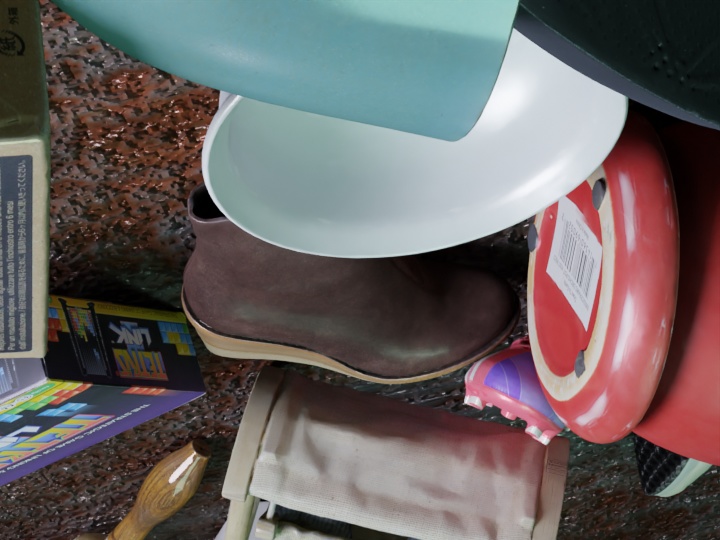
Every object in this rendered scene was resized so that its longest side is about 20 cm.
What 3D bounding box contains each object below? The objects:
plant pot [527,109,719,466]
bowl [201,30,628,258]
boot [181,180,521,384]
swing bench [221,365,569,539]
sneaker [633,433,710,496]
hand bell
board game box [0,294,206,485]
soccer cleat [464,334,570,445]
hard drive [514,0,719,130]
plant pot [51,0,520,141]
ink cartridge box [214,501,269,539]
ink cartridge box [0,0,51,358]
[{"bbox_3d":[0.194,0.011,1.127,0.182,0.201,0.201,2,149,-13],"label":"plant pot"},{"bbox_3d":[0.020,-0.095,0.985,0.200,0.091,0.201,-8,151,-4],"label":"bowl"},{"bbox_3d":[0.000,0.000,1.163,0.199,0.073,0.167,-4,152,-6],"label":"boot"},{"bbox_3d":[0.019,0.151,1.325,0.198,0.130,0.200,14,146,2],"label":"swing bench"},{"bbox_3d":[0.261,0.101,1.437,0.093,0.071,0.200,6,145,-17],"label":"sneaker"},{"bbox_3d":[-0.160,0.185,1.445,0.104,0.104,0.200,13,132,-36],"label":"hand bell"},{"bbox_3d":[-0.216,0.080,1.207,0.200,0.057,0.165,-25,163,24],"label":"board game box"},{"bbox_3d":[0.111,0.057,1.251,0.067,0.077,0.200,27,-176,15],"label":"soccer cleat"},{"bbox_3d":[0.127,-0.139,0.912,0.042,0.135,0.200,0,165,45],"label":"hard drive"},{"bbox_3d":[-0.033,-0.155,0.766,0.160,0.201,0.201,5,149,-9],"label":"plant pot"},{"bbox_3d":[-0.061,0.286,1.521,0.084,0.201,0.146,4,148,-20],"label":"ink cartridge box"},{"bbox_3d":[-0.165,-0.087,0.822,0.075,0.201,0.165,-4,150,-12],"label":"ink cartridge box"}]
